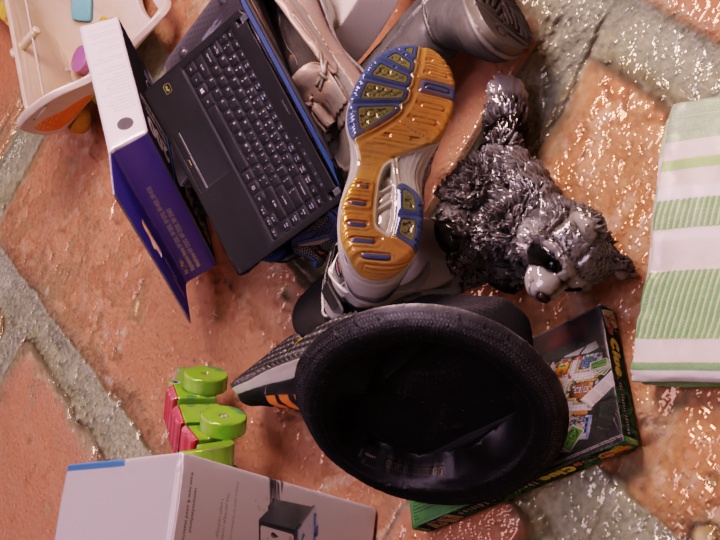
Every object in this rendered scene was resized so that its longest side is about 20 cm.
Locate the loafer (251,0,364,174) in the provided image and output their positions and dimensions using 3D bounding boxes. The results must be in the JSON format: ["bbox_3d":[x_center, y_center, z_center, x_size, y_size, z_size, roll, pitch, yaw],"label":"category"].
[{"bbox_3d":[-0.043,-0.159,1.307,0.072,0.063,0.200,-44,57,40],"label":"loafer"}]

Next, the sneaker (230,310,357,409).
[{"bbox_3d":[-0.035,0.098,1.312,0.090,0.070,0.200,55,151,-5],"label":"sneaker"}]

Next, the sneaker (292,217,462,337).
[{"bbox_3d":[0.000,0.000,1.299,0.200,0.088,0.074,-29,58,39],"label":"sneaker"}]

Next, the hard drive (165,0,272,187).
[{"bbox_3d":[-0.116,-0.166,1.426,0.135,0.042,0.200,-49,31,26],"label":"hard drive"}]

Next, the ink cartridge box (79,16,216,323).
[{"bbox_3d":[-0.180,-0.087,1.443,0.043,0.198,0.200,-19,54,3],"label":"ink cartridge box"}]

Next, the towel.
[{"bbox_3d":[0.253,-0.022,1.085,0.152,0.023,0.200,-3,73,46],"label":"towel"}]

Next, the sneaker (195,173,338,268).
[{"bbox_3d":[-0.081,-0.048,1.399,0.200,0.075,0.079,8,67,52],"label":"sneaker"}]

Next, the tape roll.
[{"bbox_3d":[-0.019,-0.253,1.413,0.203,0.037,0.203,-40,38,40],"label":"tape roll"}]

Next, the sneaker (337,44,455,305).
[{"bbox_3d":[0.017,-0.070,1.200,0.088,0.075,0.200,103,-178,-62],"label":"sneaker"}]

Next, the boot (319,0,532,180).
[{"bbox_3d":[0.040,-0.151,1.306,0.200,0.073,0.182,-44,21,19],"label":"boot"}]

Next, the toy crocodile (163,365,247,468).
[{"bbox_3d":[-0.136,0.131,1.383,0.200,0.062,0.068,-127,42,-64],"label":"toy crocodile"}]

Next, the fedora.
[{"bbox_3d":[0.055,0.073,1.154,0.200,0.201,0.092,-29,24,37],"label":"fedora"}]

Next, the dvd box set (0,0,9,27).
[{"bbox_3d":[-0.374,-0.353,1.869,0.200,0.029,0.146,45,109,45],"label":"dvd box set"}]

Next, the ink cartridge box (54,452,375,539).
[{"bbox_3d":[-0.109,0.203,1.255,0.146,0.200,0.086,-11,67,44],"label":"ink cartridge box"}]

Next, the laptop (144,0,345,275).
[{"bbox_3d":[-0.096,-0.111,1.261,0.200,0.103,0.177,-34,78,34],"label":"laptop"}]

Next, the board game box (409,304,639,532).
[{"bbox_3d":[0.108,0.110,1.190,0.200,0.023,0.105,-29,58,37],"label":"board game box"}]

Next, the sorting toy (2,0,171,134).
[{"bbox_3d":[-0.267,-0.249,1.674,0.180,0.107,0.200,-35,52,24],"label":"sorting toy"}]

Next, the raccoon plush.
[{"bbox_3d":[0.132,-0.067,1.185,0.134,0.097,0.200,-8,70,37],"label":"raccoon plush"}]
